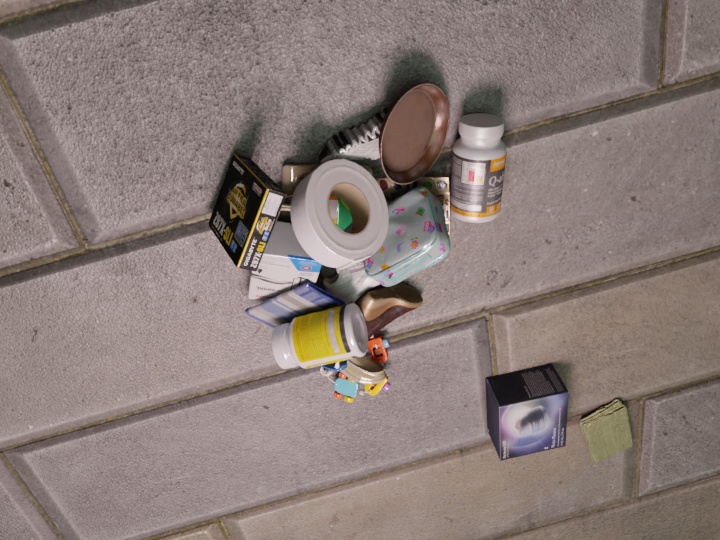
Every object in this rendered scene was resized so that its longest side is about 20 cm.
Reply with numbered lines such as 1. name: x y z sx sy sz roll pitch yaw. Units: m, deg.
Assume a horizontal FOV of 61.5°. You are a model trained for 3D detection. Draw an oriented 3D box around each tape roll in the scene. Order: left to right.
1. tape roll: -0.039 -0.111 1.206 0.199 0.208 0.070 31 151 -25

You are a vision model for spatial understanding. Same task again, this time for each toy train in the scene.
1. toy train: 0.003 0.245 1.536 0.195 0.056 0.154 -24 95 17

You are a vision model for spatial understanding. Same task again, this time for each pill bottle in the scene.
1. pill bottle: -0.089 0.149 1.326 0.194 0.116 0.117 -14 123 17
2. pill bottle: 0.247 -0.215 1.277 0.112 0.118 0.206 -5 121 -7

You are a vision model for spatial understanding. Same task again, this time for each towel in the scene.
1. towel: -0.145 0.084 1.347 0.196 0.025 0.145 -24 145 30
2. towel: 0.733 0.480 1.801 0.145 0.037 0.203 -26 120 4

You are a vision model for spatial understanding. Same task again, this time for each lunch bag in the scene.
1. lunch bag: 0.089 -0.064 1.278 0.197 0.165 0.076 -29 148 28

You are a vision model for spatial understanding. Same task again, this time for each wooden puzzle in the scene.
1. wooden puzzle: -0.074 -0.136 1.313 0.192 0.038 0.191 0 120 -9

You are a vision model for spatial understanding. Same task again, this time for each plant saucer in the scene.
1. plant saucer: 0.103 -0.277 1.221 0.197 0.034 0.206 -27 133 -32

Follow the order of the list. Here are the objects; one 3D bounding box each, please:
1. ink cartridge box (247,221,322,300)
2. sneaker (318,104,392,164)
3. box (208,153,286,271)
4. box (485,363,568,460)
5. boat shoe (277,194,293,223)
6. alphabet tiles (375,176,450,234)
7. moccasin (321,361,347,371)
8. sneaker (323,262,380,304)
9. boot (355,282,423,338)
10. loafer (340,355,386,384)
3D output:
1. ink cartridge box: -0.161 -0.013 1.288 0.141 0.087 0.202 6 149 -11
2. sneaker: 0.007 -0.257 1.242 0.195 0.076 0.082 -25 130 6
3. box: -0.227 -0.117 1.188 0.048 0.200 0.164 11 111 -36
4. box: 0.451 0.389 1.652 0.191 0.124 0.206 -11 121 -2
5. boat shoe: -0.199 -0.107 1.274 0.193 0.063 0.073 -13 119 16
6. alphabet tiles: 0.119 -0.111 1.343 0.161 0.008 0.206 2 122 14
7. moccasin: -0.110 0.177 1.433 0.194 0.080 0.071 13 101 23
8. sneaker: 0.000 0.000 1.376 0.198 0.075 0.100 -39 105 12
9. boot: 0.044 0.111 1.443 0.195 0.073 0.168 -2 136 -41
10. loafer: -0.025 0.211 1.467 0.194 0.076 0.070 21 111 7
